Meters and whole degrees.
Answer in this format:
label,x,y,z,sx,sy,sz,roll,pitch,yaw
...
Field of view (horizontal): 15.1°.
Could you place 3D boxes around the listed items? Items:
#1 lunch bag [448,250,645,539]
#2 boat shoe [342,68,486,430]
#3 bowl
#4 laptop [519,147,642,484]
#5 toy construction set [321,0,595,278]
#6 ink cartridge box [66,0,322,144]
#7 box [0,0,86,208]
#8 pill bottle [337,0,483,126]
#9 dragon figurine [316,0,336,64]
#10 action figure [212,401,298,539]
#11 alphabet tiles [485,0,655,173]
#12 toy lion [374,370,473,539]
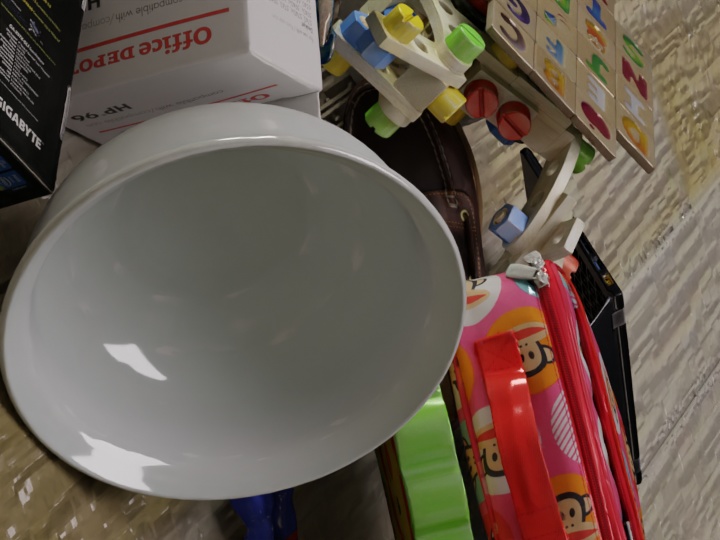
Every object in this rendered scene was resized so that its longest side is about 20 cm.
label,x,y,z,sx,sy,sz,roll,pitch,yaw
lunch bag,0.091,0.098,1.344,0.176,0.082,0.200,57,19,-70
boat shoe,0.033,-0.011,1.486,0.070,0.070,0.200,-39,113,-68
bowl,-0.060,-0.002,1.172,0.201,0.201,0.090,54,13,-41
laptop,0.097,0.072,1.588,0.187,0.116,0.200,78,-13,-50
toy construction set,0.063,-0.083,1.425,0.200,0.092,0.131,52,18,-26
ink cartridge box,-0.086,-0.130,1.235,0.068,0.116,0.200,25,55,-59
box,-0.185,-0.142,1.111,0.200,0.049,0.160,49,34,-45
pill bottle,0.069,-0.164,1.587,0.200,0.113,0.113,-47,121,-61
dragon figurine,-0.024,-0.142,1.331,0.099,0.059,0.200,40,-1,-36
action figure,-0.033,0.079,1.277,0.200,0.099,0.065,63,27,-24
alphabet tiles,0.105,-0.141,1.475,0.166,0.006,0.200,45,25,-20
toy lion,0.030,0.114,1.322,0.192,0.069,0.200,-143,-140,-83
